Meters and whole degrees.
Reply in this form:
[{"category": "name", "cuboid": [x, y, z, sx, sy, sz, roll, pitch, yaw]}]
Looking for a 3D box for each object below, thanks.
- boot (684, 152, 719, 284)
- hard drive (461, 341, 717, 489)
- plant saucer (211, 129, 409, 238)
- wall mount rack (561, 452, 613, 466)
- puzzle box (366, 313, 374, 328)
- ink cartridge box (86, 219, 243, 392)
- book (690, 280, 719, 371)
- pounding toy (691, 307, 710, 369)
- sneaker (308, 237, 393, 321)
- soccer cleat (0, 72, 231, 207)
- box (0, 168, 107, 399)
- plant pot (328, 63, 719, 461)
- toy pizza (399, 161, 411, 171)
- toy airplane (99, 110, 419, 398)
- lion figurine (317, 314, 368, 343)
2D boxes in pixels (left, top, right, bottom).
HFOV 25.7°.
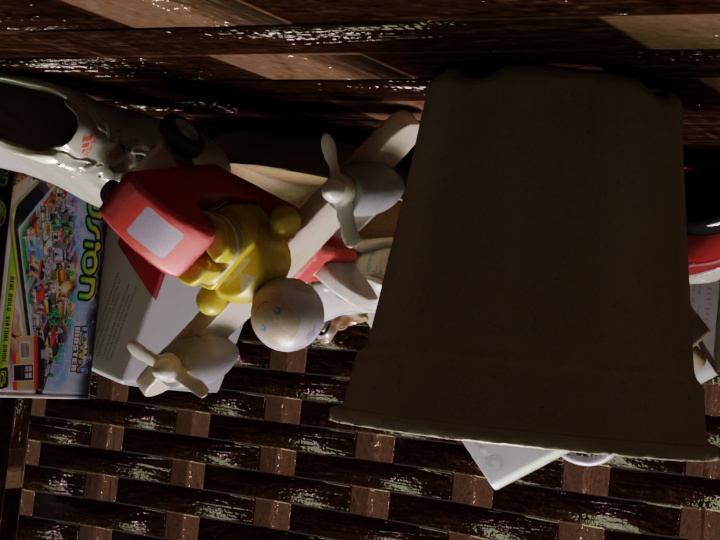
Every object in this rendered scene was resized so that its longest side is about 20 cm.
[{"category": "boot", "cuboid": [0.213, -0.039, 1.059, 0.144, 0.073, 0.200, 11, 169, -34]}, {"category": "hard drive", "cuboid": [0.155, 0.070, 1.221, 0.200, 0.132, 0.026, -31, -172, 19]}, {"category": "plant saucer", "cuboid": [-0.037, -0.064, 1.139, 0.200, 0.036, 0.200, 10, 170, 2]}, {"category": "wall mount rack", "cuboid": [0.139, 0.062, 1.284, 0.173, 0.200, 0.075, -16, -167, 26]}, {"category": "puzzle box", "cuboid": [0.030, 0.039, 1.360, 0.025, 0.200, 0.133, -31, 157, -11]}, {"category": "ink cartridge box", "cuboid": [-0.201, -0.007, 1.245, 0.200, 0.146, 0.145, 22, -176, 25]}, {"category": "book", "cuboid": [0.204, 0.010, 1.323, 0.200, 0.134, 0.048, 3, 179, 23]}, {"category": "pounding toy", "cuboid": [0.152, 0.022, 1.075, 0.142, 0.200, 0.184, -38, 179, -10]}, {"category": "sneaker", "cuboid": [0.000, 0.000, 1.192, 0.200, 0.071, 0.080, 1, 164, 13]}, {"category": "soccer cleat", "cuboid": [-0.168, -0.077, 0.991, 0.200, 0.069, 0.078, 14, 169, -26]}, {"category": "box", "cuboid": [-0.228, -0.011, 1.115, 0.035, 0.201, 0.110, 4, 177, 28]}, {"category": "plant pot", "cuboid": [0.092, -0.004, 0.815, 0.200, 0.184, 0.200, 6, 176, 0]}, {"category": "toy pizza", "cuboid": [0.066, -0.042, 1.257, 0.200, 0.032, 0.200, 10, 168, 2]}, {"category": "toy airplane", "cuboid": [-0.055, -0.003, 0.986, 0.199, 0.141, 0.200, -17, 142, -15]}, {"category": "lion figurine", "cuboid": [-0.086, -0.013, 1.350, 0.200, 0.073, 0.122, 31, -178, 38]}]
